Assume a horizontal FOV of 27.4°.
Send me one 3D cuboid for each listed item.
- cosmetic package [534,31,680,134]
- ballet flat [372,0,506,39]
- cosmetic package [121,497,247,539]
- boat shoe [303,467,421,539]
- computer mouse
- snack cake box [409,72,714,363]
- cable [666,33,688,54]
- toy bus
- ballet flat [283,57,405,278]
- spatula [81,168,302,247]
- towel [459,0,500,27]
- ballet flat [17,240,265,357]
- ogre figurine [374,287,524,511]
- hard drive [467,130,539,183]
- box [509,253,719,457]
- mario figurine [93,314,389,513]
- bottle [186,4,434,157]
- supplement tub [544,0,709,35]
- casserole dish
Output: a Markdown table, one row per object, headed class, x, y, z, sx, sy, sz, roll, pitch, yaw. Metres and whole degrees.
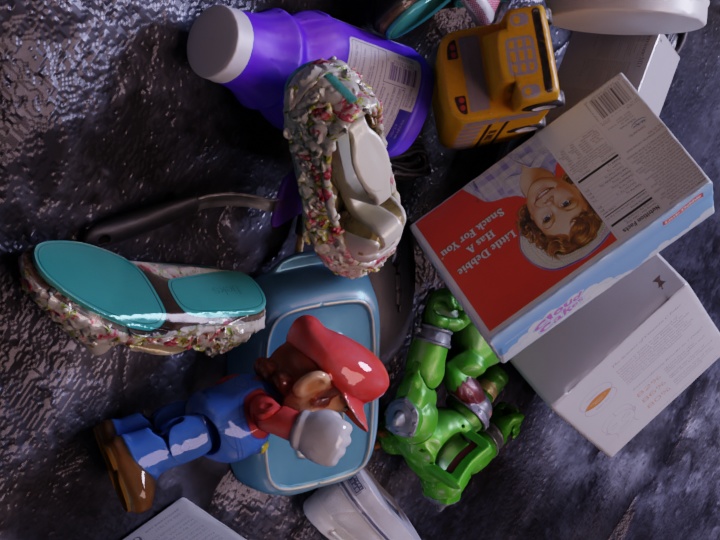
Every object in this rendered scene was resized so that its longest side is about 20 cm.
| class | x | y | z | sx | sy | sz | roll | pitch | yaw |
| --- | --- | --- | --- | --- | --- | --- | --- | --- | --- |
| cosmetic package | 0.185 | -0.098 | 1.194 | 0.051 | 0.082 | 0.202 | 36 | 71 | -47 |
| ballet flat | 0.057 | -0.216 | 1.070 | 0.068 | 0.069 | 0.199 | -39 | 172 | 38 |
| cosmetic package | -0.089 | 0.303 | 1.027 | 0.123 | 0.199 | 0.201 | -33 | 129 | -35 |
| boat shoe | 0.010 | 0.229 | 1.228 | 0.069 | 0.071 | 0.200 | -34 | 141 | 1 |
| computer mouse | 0.000 | 0.000 | 1.114 | 0.140 | 0.046 | 0.202 | 0 | 107 | -51 |
| snack cake box | 0.151 | -0.038 | 1.107 | 0.199 | 0.115 | 0.067 | -35 | 157 | 2 |
| cable | 0.246 | -0.268 | 1.289 | 0.164 | 0.051 | 0.200 | -50 | 141 | -14 |
| toy bus | 0.094 | -0.133 | 1.050 | 0.200 | 0.077 | 0.066 | 80 | 1 | -88 |
| ballet flat | -0.004 | -0.052 | 0.972 | 0.076 | 0.064 | 0.201 | -42 | 144 | -17 |
| spatula | -0.093 | -0.043 | 0.980 | 0.198 | 0.021 | 0.057 | -14 | 145 | -29 |
| towel | 0.072 | -0.285 | 1.017 | 0.146 | 0.030 | 0.202 | 46 | 51 | -40 |
| ballet flat | -0.143 | 0.029 | 0.948 | 0.199 | 0.076 | 0.064 | 11 | 132 | -46 |
| ogre figurine | 0.073 | 0.113 | 1.210 | 0.120 | 0.097 | 0.201 | -56 | 163 | -24 |
| hard drive | 0.154 | -0.054 | 1.275 | 0.199 | 0.042 | 0.136 | 17 | 93 | -52 |
| box | 0.216 | 0.056 | 1.289 | 0.152 | 0.107 | 0.200 | -43 | 150 | 4 |
| mario figurine | -0.070 | 0.112 | 0.992 | 0.198 | 0.124 | 0.107 | -21 | 141 | -12 |
| bottle | -0.032 | -0.132 | 1.000 | 0.199 | 0.065 | 0.084 | 9 | 105 | -51 |
| supplement tub | 0.207 | -0.288 | 1.122 | 0.140 | 0.139 | 0.203 | 1 | 92 | -50 |
| casserole dish | -0.037 | 0.085 | 1.088 | 0.120 | 0.039 | 0.202 | -10 | 117 | -25 |
